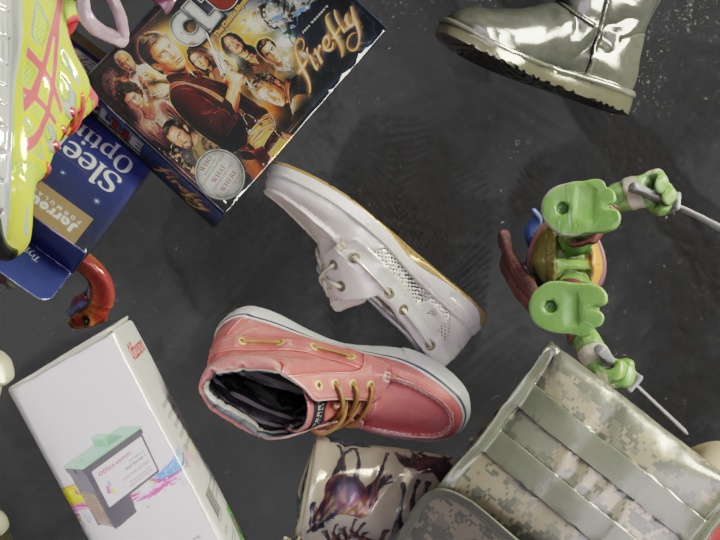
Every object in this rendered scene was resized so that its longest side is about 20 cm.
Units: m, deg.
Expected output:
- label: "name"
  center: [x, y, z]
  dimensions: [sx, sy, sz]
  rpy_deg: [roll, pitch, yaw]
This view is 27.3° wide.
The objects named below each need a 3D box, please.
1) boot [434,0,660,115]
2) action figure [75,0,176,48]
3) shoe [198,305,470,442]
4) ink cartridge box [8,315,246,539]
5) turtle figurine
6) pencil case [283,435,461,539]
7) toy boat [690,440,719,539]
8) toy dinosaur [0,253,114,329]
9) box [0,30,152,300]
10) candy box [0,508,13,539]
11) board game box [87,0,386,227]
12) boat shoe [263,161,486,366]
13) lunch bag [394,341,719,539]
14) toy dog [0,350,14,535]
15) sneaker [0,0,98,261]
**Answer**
- label: "boot"
  center: [0.162, -0.236, 1.115]
  dimensions: [0.180, 0.072, 0.202]
  rpy_deg: [16, 94, -21]
- label: "action figure"
  center: [-0.183, -0.261, 1.037]
  dimensions: [0.200, 0.134, 0.149]
  rpy_deg: [40, 93, 16]
- label: "shoe"
  center: [-0.018, 0.093, 1.067]
  dimensions: [0.198, 0.091, 0.072]
  rpy_deg: [19, 116, -2]
- label: "ink cartridge box"
  center: [-0.155, 0.142, 1.033]
  dimensions: [0.083, 0.145, 0.202]
  rpy_deg: [-28, 93, -4]
- label: "turtle figurine"
  center: [0.189, 0.003, 1.040]
  dimensions: [0.200, 0.194, 0.144]
  rpy_deg: [42, 99, 14]
- label: "pencil case"
  center: [0.044, 0.179, 1.093]
  dimensions: [0.197, 0.078, 0.091]
  rpy_deg: [11, 66, -8]
- label: "toy boat"
  center: [0.253, 0.230, 1.090]
  dimensions: [0.130, 0.131, 0.201]
  rpy_deg: [30, 86, -1]
- label: "toy dinosaur"
  center: [-0.260, -0.020, 1.026]
  dimensions: [0.180, 0.199, 0.106]
  rpy_deg: [27, 103, 24]
- label: "box"
  center: [-0.211, -0.080, 1.024]
  dimensions: [0.121, 0.032, 0.201]
  rpy_deg: [36, 46, -7]
- label: "candy box"
  center: [-0.325, 0.163, 1.056]
  dimensions: [0.114, 0.055, 0.202]
  rpy_deg: [-21, 93, -6]
- label: "board game box"
  center: [-0.091, -0.149, 1.066]
  dimensions: [0.135, 0.035, 0.201]
  rpy_deg: [41, 65, -5]
- label: "boat shoe"
  center: [0.000, 0.000, 1.092]
  dimensions: [0.199, 0.071, 0.070]
  rpy_deg: [38, 85, -7]
- label: "lunch bag"
  center: [0.129, 0.178, 0.992]
  dimensions: [0.164, 0.118, 0.201]
  rpy_deg: [38, 87, 14]
- label: "toy dog"
  center: [-0.307, 0.064, 0.964]
  dimensions: [0.138, 0.193, 0.203]
  rpy_deg: [1, 99, -43]
- label: "sneaker"
  center: [-0.210, -0.102, 0.958]
  dimensions: [0.090, 0.078, 0.203]
  rpy_deg: [12, 70, -35]
